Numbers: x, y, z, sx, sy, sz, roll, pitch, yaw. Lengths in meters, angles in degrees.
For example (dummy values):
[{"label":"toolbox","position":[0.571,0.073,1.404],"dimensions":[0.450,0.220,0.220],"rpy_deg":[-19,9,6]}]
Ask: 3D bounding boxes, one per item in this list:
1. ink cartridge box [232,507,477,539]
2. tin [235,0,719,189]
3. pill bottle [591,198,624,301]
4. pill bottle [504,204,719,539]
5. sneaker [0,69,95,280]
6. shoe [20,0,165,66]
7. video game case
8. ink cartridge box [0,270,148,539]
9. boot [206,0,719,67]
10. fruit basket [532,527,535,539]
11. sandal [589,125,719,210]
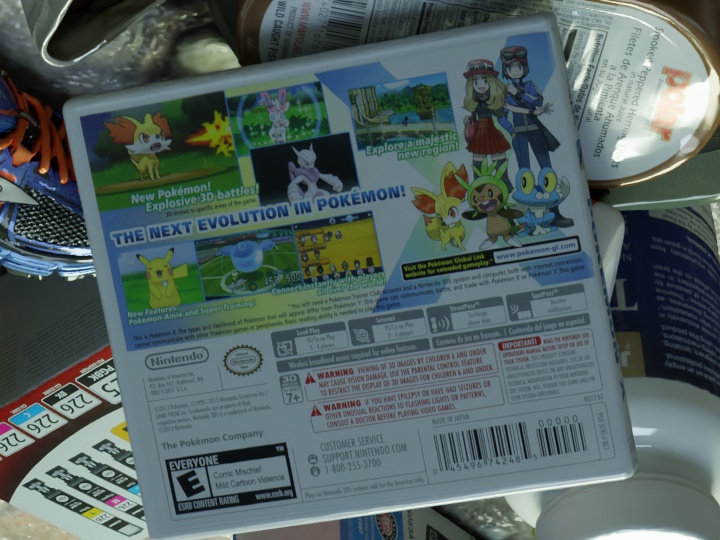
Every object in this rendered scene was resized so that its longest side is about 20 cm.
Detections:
[{"label":"ink cartridge box","position":[0.025,0.209,1.547],"dimensions":[0.084,0.145,0.200],"rpy_deg":[-26,137,28]},{"label":"tin","position":[0.049,-0.088,1.147],"dimensions":[0.200,0.042,0.112],"rpy_deg":[10,140,-3]},{"label":"pill bottle","position":[0.000,0.000,1.200],"dimensions":[0.200,0.112,0.112],"rpy_deg":[17,144,9]},{"label":"pill bottle","position":[0.113,0.052,1.295],"dimensions":[0.111,0.200,0.111],"rpy_deg":[-2,143,-1]},{"label":"sneaker","position":[-0.163,-0.053,1.249],"dimensions":[0.200,0.075,0.078],"rpy_deg":[11,138,-20]},{"label":"shoe","position":[-0.060,-0.144,1.146],"dimensions":[0.200,0.053,0.070],"rpy_deg":[-30,135,32]},{"label":"video game case","position":[-0.005,0.005,1.134],"dimensions":[0.200,0.183,0.022],"rpy_deg":[-9,-173,15]},{"label":"ink cartridge box","position":[-0.078,0.051,1.381],"dimensions":[0.200,0.084,0.176],"rpy_deg":[-30,136,32]},{"label":"boot","position":[0.064,-0.103,1.194],"dimensions":[0.200,0.073,0.182],"rpy_deg":[-31,122,24]},{"label":"fruit basket","position":[0.136,0.158,1.481],"dimensions":[0.215,0.216,0.155],"rpy_deg":[26,134,-33]},{"label":"sandal","position":[0.080,-0.050,1.251],"dimensions":[0.201,0.057,0.080],"rpy_deg":[-11,105,7]}]
